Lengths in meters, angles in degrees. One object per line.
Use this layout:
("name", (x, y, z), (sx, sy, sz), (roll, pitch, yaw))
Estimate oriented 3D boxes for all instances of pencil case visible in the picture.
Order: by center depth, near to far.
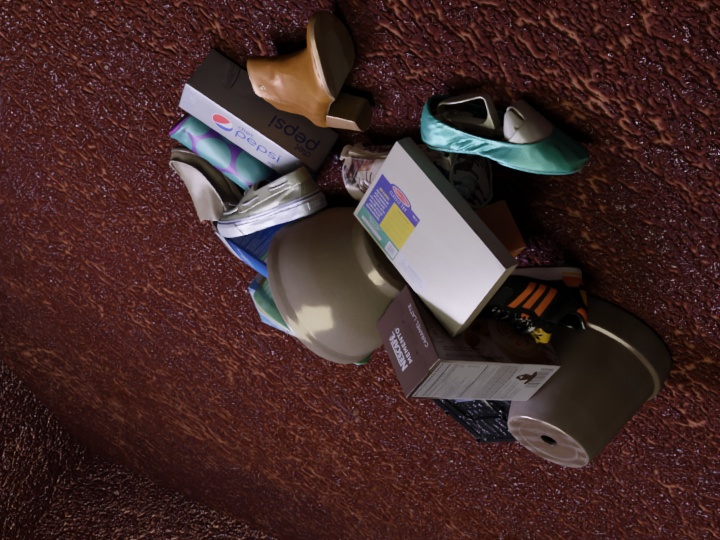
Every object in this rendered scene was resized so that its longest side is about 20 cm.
("pencil case", (0.064, -0.119, 1.404), (0.200, 0.078, 0.090), (6, 138, 45))
("pencil case", (-0.158, -0.157, 1.591), (0.200, 0.085, 0.092), (38, 175, -13))

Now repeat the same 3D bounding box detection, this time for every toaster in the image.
("toaster", (0.196, 0.162, 1.713), (0.181, 0.119, 0.200), (40, 155, -17))

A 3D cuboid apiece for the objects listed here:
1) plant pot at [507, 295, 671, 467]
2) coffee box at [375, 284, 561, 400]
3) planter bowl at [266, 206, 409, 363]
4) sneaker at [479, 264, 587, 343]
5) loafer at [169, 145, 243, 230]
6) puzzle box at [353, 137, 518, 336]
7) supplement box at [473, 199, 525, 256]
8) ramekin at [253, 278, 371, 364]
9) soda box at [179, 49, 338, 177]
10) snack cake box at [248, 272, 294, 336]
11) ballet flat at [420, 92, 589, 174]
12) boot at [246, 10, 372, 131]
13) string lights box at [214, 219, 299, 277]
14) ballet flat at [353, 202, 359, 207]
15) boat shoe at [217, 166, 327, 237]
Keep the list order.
("plant pot", (0.284, 0.157, 1.534), (0.200, 0.174, 0.200), (26, 155, 13))
("coffee box", (0.133, 0.091, 1.429), (0.200, 0.115, 0.080), (7, 136, -36))
("planter bowl", (0.000, 0.000, 1.474), (0.135, 0.200, 0.200), (-31, 116, 35))
("sneaker", (0.199, 0.046, 1.408), (0.200, 0.090, 0.070), (-5, 163, -33))
("loafer", (-0.223, -0.109, 1.781), (0.076, 0.067, 0.200), (-1, 139, 51))
("puzzle box", (0.082, -0.039, 1.340), (0.200, 0.025, 0.133), (52, 138, 18))
("supplement box", (0.135, -0.021, 1.424), (0.200, 0.066, 0.069), (120, 127, -72))
("ramekin", (-0.050, 0.045, 1.732), (0.200, 0.098, 0.200), (30, -172, -5))
("soda box", (-0.132, -0.195, 1.510), (0.200, 0.068, 0.063), (34, 154, -2))
("snack cake box", (-0.078, 0.070, 1.936), (0.200, 0.067, 0.115), (22, 153, 23))
("ballet flat", (0.149, -0.153, 1.259), (0.200, 0.067, 0.071), (15, 136, 30))
("boot", (-0.075, -0.236, 1.363), (0.144, 0.071, 0.201), (17, 156, 25))
("string lights box", (-0.116, -0.044, 1.667), (0.200, 0.103, 0.059), (32, 164, 52))
("ballet flat", (0.012, -0.026, 1.654), (0.073, 0.073, 0.200), (13, 151, 37))
("boat shoe", (-0.121, -0.090, 1.532), (0.200, 0.072, 0.062), (-14, 99, 44))
